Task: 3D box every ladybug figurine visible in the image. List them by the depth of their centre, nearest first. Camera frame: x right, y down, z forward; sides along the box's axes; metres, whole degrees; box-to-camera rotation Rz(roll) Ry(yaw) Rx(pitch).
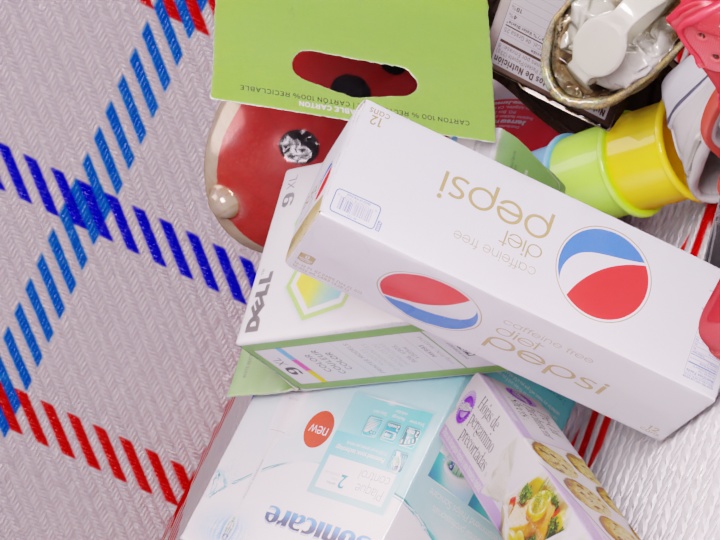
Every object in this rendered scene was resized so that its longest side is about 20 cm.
[{"bbox_3d":[-0.002,-0.079,1.390,0.200,0.136,0.072,-37,30,-28],"label":"ladybug figurine"}]

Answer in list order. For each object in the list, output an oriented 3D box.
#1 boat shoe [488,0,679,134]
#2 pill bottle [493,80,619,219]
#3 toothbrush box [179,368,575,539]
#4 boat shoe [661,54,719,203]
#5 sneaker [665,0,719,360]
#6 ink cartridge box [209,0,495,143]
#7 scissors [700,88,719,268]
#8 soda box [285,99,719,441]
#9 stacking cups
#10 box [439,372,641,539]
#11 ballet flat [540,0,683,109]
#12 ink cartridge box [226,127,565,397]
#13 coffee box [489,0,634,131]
[{"bbox_3d":[0.102,-0.133,1.372,0.075,0.201,0.075,-56,12,34],"label":"boat shoe"},{"bbox_3d":[0.086,-0.008,1.449,0.112,0.112,0.201,125,168,-58],"label":"pill bottle"},{"bbox_3d":[0.018,0.084,1.283,0.146,0.085,0.201,13,71,49],"label":"toothbrush box"},{"bbox_3d":[0.190,-0.084,1.099,0.200,0.072,0.066,140,127,-63],"label":"boat shoe"},{"bbox_3d":[0.160,-0.059,0.999,0.078,0.115,0.201,-77,13,-62],"label":"sneaker"},{"bbox_3d":[0.007,-0.171,1.192,0.076,0.147,0.201,115,159,-52],"label":"ink cartridge box"},{"bbox_3d":[0.163,-0.036,1.101,0.200,0.073,0.014,123,152,-55],"label":"scissors"},{"bbox_3d":[0.071,0.002,1.124,0.064,0.199,0.068,-67,7,-25],"label":"soda box"},{"bbox_3d":[0.100,-0.047,1.313,0.199,0.060,0.061,-14,45,44],"label":"stacking cups"},{"bbox_3d":[0.082,0.103,1.112,0.039,0.041,0.200,-59,19,10],"label":"box"},{"bbox_3d":[0.144,-0.137,1.119,0.200,0.070,0.071,-48,17,47],"label":"ballet flat"},{"bbox_3d":[0.000,0.000,1.250,0.199,0.059,0.104,-8,56,41],"label":"ink cartridge box"},{"bbox_3d":[0.137,-0.187,1.220,0.114,0.079,0.201,-52,-15,-46],"label":"coffee box"}]
